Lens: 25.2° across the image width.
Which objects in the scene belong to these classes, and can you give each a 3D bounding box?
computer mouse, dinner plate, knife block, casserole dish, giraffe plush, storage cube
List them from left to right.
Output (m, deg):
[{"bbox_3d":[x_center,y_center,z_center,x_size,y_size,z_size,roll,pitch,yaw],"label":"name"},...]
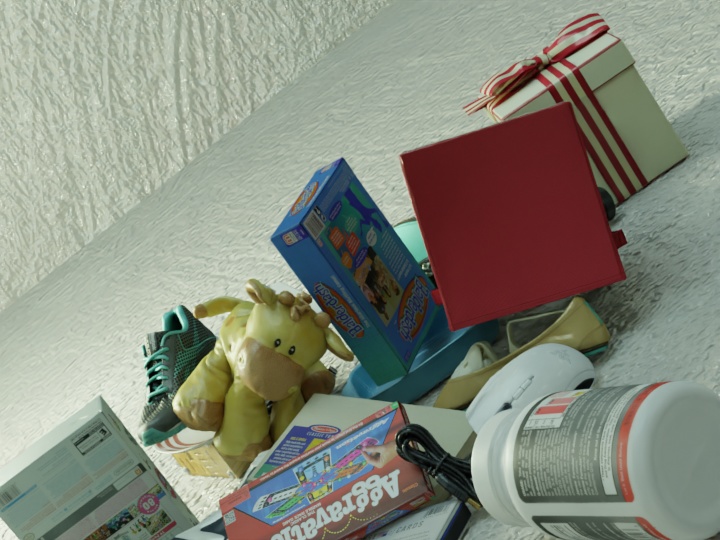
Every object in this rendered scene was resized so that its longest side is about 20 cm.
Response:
[{"bbox_3d":[-0.148,0.145,1.817,0.200,0.024,0.200,-31,20,13],"label":"dinner plate"},{"bbox_3d":[-0.125,0.161,1.880,0.176,0.064,0.200,-43,18,-27],"label":"knife block"},{"bbox_3d":[-0.087,0.089,1.656,0.162,0.172,0.200,145,130,-63],"label":"giraffe plush"},{"bbox_3d":[0.071,0.090,1.731,0.200,0.039,0.121,-35,16,-1],"label":"casserole dish"},{"bbox_3d":[0.133,0.122,1.433,0.110,0.044,0.200,33,58,27],"label":"computer mouse"},{"bbox_3d":[0.150,-0.055,1.595,0.200,0.180,0.171,-18,1,6],"label":"storage cube"}]

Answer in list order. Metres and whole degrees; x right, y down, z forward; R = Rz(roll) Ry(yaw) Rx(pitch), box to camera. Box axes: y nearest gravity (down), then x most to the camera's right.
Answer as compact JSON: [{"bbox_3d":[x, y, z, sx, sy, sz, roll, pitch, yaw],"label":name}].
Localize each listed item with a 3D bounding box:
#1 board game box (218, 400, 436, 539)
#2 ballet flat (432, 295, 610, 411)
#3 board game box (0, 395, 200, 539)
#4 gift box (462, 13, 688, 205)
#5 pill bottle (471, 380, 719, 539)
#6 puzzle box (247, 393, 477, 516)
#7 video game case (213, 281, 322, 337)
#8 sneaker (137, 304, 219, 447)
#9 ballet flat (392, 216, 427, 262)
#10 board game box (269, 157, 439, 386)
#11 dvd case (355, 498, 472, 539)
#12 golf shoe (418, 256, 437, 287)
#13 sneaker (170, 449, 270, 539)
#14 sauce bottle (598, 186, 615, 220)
[{"bbox_3d":[-0.033,0.208,1.466,0.200,0.019,0.103,-31,51,13],"label":"board game box"},{"bbox_3d":[0.144,0.084,1.551,0.200,0.063,0.069,-27,-4,21],"label":"ballet flat"},{"bbox_3d":[-0.267,0.254,1.658,0.147,0.200,0.064,-36,16,-3],"label":"board game box"},{"bbox_3d":[0.241,-0.178,1.878,0.184,0.187,0.200,-35,17,-1],"label":"gift box"},{"bbox_3d":[0.181,0.146,1.218,0.116,0.116,0.200,-46,20,-31],"label":"pill bottle"},{"bbox_3d":[0.007,0.176,1.527,0.200,0.025,0.133,4,38,34],"label":"puzzle box"},{"bbox_3d":[-0.136,0.092,1.850,0.200,0.024,0.182,-40,20,-12],"label":"video game case"},{"bbox_3d":[-0.211,0.112,1.753,0.078,0.091,0.200,-27,21,25],"label":"sneaker"},{"bbox_3d":[0.121,-0.043,1.983,0.075,0.068,0.200,-21,9,-41],"label":"ballet flat"},{"bbox_3d":[0.000,0.000,1.705,0.045,0.200,0.152,-27,18,31],"label":"board game box"},{"bbox_3d":[-0.001,0.281,1.370,0.150,0.025,0.200,-22,21,40],"label":"dvd case"},{"bbox_3d":[0.131,-0.003,1.848,0.200,0.077,0.088,-32,-4,4],"label":"golf shoe"},{"bbox_3d":[-0.135,0.259,1.595,0.129,0.080,0.199,-21,30,16],"label":"sneaker"},{"bbox_3d":[0.190,-0.036,1.751,0.200,0.066,0.066,-22,10,-23],"label":"sauce bottle"}]
